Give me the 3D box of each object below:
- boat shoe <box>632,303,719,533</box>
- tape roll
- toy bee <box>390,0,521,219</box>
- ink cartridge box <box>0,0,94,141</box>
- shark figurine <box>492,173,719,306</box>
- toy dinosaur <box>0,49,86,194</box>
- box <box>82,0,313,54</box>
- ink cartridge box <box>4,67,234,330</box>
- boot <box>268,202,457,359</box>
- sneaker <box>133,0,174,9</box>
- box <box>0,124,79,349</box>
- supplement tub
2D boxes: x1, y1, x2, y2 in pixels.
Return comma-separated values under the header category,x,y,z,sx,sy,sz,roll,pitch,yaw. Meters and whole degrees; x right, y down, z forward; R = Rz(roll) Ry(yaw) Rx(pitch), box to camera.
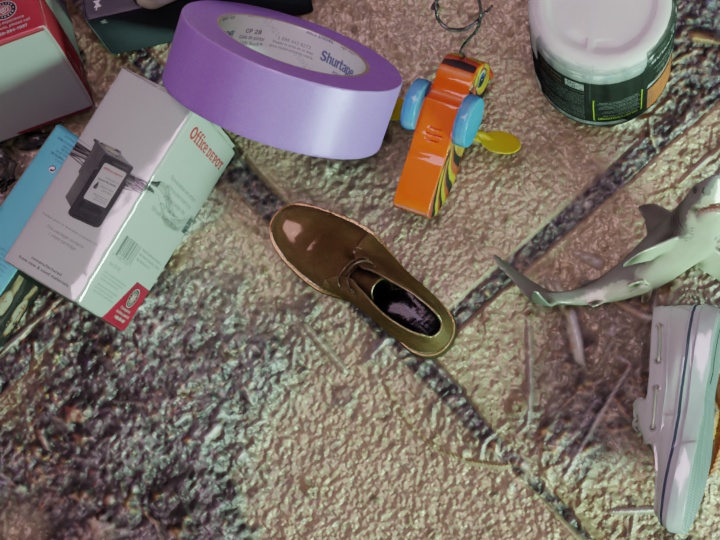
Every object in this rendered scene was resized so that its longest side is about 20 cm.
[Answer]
category,x,y,z,sx,sy,sz,roll,pitch,yaw
boat shoe,0.266,0.125,1.574,0.067,0.074,0.200,5,69,23
tape roll,-0.067,-0.167,1.590,0.200,0.200,0.066,24,112,11
toy bee,0.090,-0.147,1.637,0.131,0.109,0.200,40,112,10
ink cartridge box,-0.348,-0.237,1.659,0.145,0.145,0.200,-20,64,2
shark figurine,0.237,-0.020,1.609,0.214,0.128,0.090,-28,50,18
toy dinosaur,-0.324,-0.124,1.704,0.200,0.047,0.088,-33,70,-4
box,-0.161,-0.317,1.691,0.200,0.104,0.182,-11,77,5
ink cartridge box,-0.208,-0.061,1.623,0.083,0.145,0.200,29,84,14
boot,0.000,0.000,1.622,0.200,0.075,0.074,36,87,14
sneaker,-0.105,-0.279,1.587,0.200,0.070,0.093,-37,71,-4
box,-0.300,-0.029,1.661,0.049,0.082,0.200,32,84,12
supplement tub,0.207,-0.196,1.571,0.122,0.200,0.123,-1,78,7
